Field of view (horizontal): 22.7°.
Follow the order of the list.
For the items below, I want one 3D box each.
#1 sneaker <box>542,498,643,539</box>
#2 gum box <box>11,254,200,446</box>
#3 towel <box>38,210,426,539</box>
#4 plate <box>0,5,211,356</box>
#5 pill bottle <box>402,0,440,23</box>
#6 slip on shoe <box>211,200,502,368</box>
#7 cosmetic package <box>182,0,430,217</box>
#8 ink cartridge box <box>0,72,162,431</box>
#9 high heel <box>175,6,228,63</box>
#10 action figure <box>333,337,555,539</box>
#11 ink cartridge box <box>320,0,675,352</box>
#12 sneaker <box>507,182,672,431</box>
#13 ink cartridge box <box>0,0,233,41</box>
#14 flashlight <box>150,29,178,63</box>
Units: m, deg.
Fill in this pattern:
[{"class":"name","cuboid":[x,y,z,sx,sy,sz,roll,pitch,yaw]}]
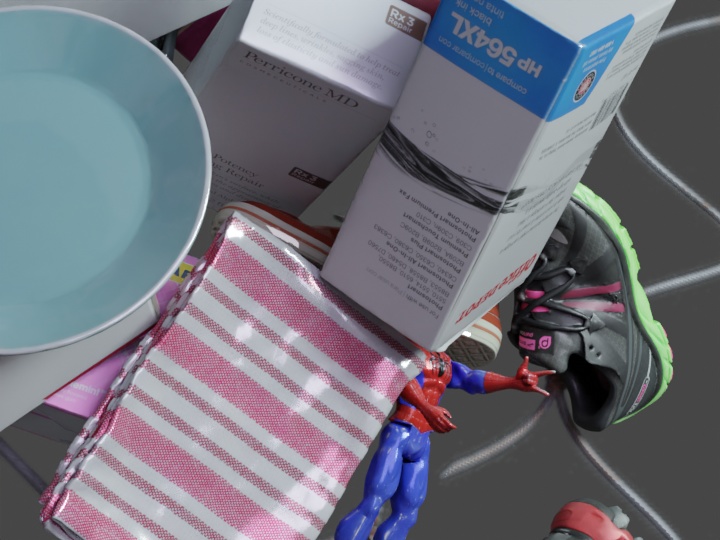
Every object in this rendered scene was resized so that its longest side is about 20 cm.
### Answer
[{"class":"sneaker","cuboid":[0.161,0.240,1.077,0.098,0.071,0.201,-33,84,-28]},{"class":"gum box","cuboid":[-0.092,0.062,1.042,0.200,0.066,0.114,21,66,-13]},{"class":"towel","cuboid":[-0.065,0.088,0.974,0.146,0.030,0.200,37,79,-21]},{"class":"plate","cuboid":[-0.174,-0.045,0.914,0.200,0.026,0.201,0,64,0]},{"class":"pill bottle","cuboid":[0.051,-0.160,1.090,0.200,0.113,0.113,7,68,-6]},{"class":"slip on shoe","cuboid":[0.000,0.000,1.102,0.200,0.074,0.061,22,59,-20]},{"class":"cosmetic package","cuboid":[-0.048,-0.100,1.043,0.102,0.200,0.074,23,66,-12]},{"class":"ink cartridge box","cuboid":[-0.224,-0.021,0.965,0.145,0.084,0.200,-34,69,-12]},{"class":"high heel","cuboid":[-0.057,-0.212,1.158,0.096,0.067,0.200,20,77,-24]},{"class":"action figure","cuboid":[0.043,0.109,1.036,0.065,0.099,0.200,22,76,-44]},{"class":"ink cartridge box","cuboid":[0.074,-0.073,0.984,0.084,0.200,0.146,34,30,14]},{"class":"sneaker","cuboid":[0.129,0.017,1.112,0.084,0.077,0.200,-41,113,-26]},{"class":"ink cartridge box","cuboid":[-0.171,-0.243,1.035,0.146,0.146,0.200,-22,69,10]},{"class":"flashlight","cuboid":[-0.142,-0.222,1.132,0.068,0.068,0.200,18,70,-26]}]
